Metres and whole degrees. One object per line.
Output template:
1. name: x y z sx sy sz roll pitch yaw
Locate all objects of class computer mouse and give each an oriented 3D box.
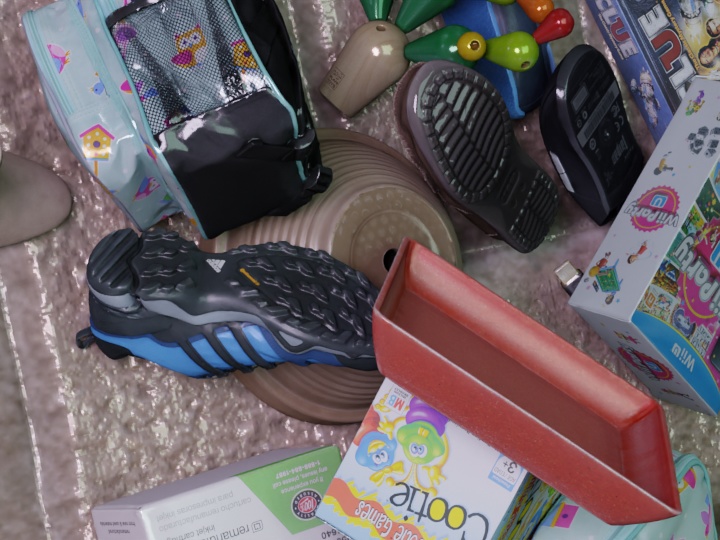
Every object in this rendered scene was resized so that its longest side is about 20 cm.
1. computer mouse: 0.160 -0.057 1.295 0.141 0.046 0.200 -58 133 -28

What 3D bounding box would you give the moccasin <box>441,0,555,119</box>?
1. moccasin: 0.092 -0.211 1.280 0.068 0.080 0.201 -25 111 -37

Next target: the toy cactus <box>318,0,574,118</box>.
1. toy cactus: 0.035 -0.175 1.199 0.165 0.102 0.200 -48 67 7

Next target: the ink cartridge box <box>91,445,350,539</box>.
1. ink cartridge box: -0.067 0.225 1.105 0.145 0.084 0.201 -15 91 -32

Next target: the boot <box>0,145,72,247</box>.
1. boot: -0.235 -0.054 1.006 0.199 0.146 0.071 -1 82 -32

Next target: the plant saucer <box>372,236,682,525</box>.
1. plant saucer: 0.091 0.067 1.036 0.200 0.200 0.037 34 104 -2

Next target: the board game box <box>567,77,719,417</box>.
1. board game box: 0.254 -0.017 1.306 0.148 0.064 0.201 42 73 -41

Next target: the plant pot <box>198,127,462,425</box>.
1. plant pot: 0.000 0.000 1.174 0.200 0.093 0.202 5 81 -32

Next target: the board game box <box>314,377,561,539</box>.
1. board game box: 0.069 0.119 1.116 0.105 0.200 0.103 31 104 15

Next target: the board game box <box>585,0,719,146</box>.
1. board game box: 0.268 -0.167 1.394 0.135 0.035 0.201 -34 101 -30

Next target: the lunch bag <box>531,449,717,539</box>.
1. lunch bag: 0.181 0.227 1.215 0.160 0.077 0.201 -43 135 -37

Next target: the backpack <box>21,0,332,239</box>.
1. backpack: -0.117 -0.131 1.072 0.153 0.176 0.201 -18 74 3

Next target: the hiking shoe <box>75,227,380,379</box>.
1. hiking shoe: -0.073 0.030 1.097 0.199 0.087 0.075 13 47 -3

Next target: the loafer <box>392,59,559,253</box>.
1. loafer: 0.065 -0.074 1.187 0.073 0.071 0.200 -59 143 -14
